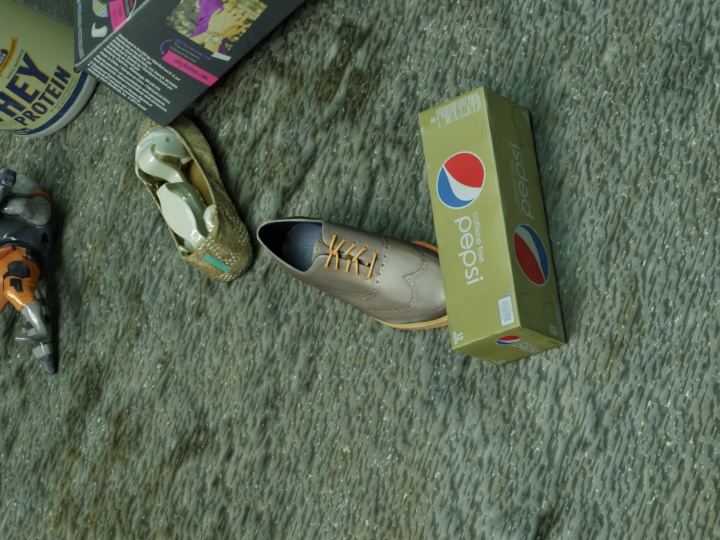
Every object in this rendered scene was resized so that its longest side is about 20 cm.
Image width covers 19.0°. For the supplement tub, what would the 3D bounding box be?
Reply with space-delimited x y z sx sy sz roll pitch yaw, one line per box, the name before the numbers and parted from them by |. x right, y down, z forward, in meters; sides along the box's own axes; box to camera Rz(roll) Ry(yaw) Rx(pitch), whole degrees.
supplement tub | -0.349 -0.214 1.962 0.145 0.200 0.145 -12 70 35

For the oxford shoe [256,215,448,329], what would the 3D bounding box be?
oxford shoe | 0.000 0.000 1.711 0.200 0.073 0.071 14 86 39

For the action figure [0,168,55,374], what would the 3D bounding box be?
action figure | -0.327 0.001 1.973 0.200 0.104 0.194 -35 47 54

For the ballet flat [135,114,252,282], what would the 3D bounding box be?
ballet flat | -0.155 -0.075 1.859 0.071 0.065 0.200 -47 54 16

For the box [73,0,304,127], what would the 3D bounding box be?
box | -0.144 -0.242 1.853 0.200 0.106 0.122 -39 35 22

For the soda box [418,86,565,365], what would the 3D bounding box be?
soda box | 0.100 -0.034 1.648 0.064 0.068 0.200 -20 65 32
